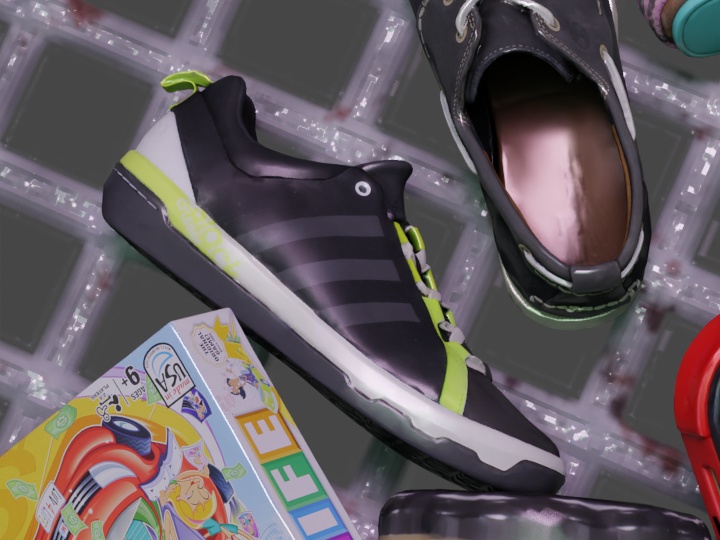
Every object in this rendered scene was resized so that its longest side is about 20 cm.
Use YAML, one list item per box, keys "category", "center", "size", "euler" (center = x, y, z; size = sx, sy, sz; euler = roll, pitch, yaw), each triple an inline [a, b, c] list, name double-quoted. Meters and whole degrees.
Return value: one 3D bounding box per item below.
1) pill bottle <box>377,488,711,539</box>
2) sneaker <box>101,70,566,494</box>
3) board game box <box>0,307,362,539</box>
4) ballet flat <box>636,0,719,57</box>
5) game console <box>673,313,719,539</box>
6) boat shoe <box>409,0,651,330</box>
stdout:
- category: "pill bottle"
  center: [0.053, 0.176, 0.877]
  size: [0.112, 0.112, 0.200]
  euler: [4, 81, 6]
- category: "sneaker"
  center: [0.000, 0.000, 0.931]
  size: [0.200, 0.072, 0.083]
  euler: [37, 85, 10]
- category: "board game box"
  center: [-0.085, 0.121, 0.889]
  size: [0.200, 0.034, 0.135]
  euler: [-38, 77, 31]
- category: "ballet flat"
  center: [0.192, -0.128, 0.942]
  size: [0.200, 0.069, 0.071]
  euler: [-12, 60, 4]
- category: "game console"
  center: [0.210, 0.085, 0.889]
  size: [0.177, 0.031, 0.200]
  euler: [-21, 98, -6]
- category: "boat shoe"
  center: [0.058, -0.081, 0.943]
  size: [0.072, 0.068, 0.200]
  euler: [-16, 78, 4]
